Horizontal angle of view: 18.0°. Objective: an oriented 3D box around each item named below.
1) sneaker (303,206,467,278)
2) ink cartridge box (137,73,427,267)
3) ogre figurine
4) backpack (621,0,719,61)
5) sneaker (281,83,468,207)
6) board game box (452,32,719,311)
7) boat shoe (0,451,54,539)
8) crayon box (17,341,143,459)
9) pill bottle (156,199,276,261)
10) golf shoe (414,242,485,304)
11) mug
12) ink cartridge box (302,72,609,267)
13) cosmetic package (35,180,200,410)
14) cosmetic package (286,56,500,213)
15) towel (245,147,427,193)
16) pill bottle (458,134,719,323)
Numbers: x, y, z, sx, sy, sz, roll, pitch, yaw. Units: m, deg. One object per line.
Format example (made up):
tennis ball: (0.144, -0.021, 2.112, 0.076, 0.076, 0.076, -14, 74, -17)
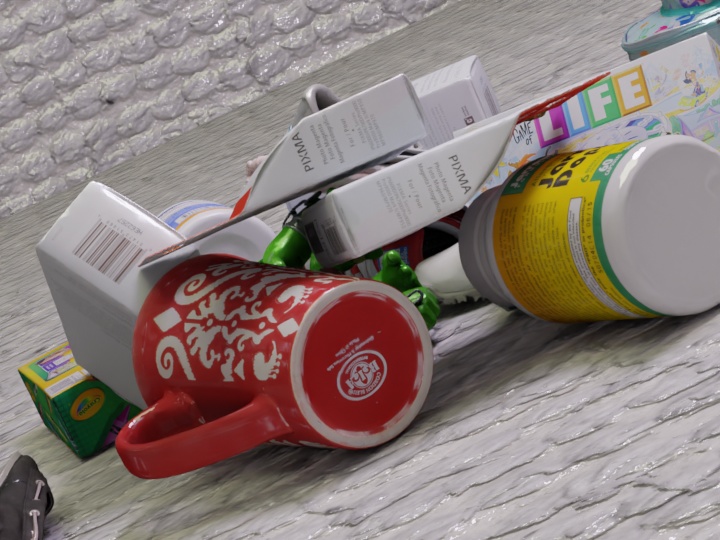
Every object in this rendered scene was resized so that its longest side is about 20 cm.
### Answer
sneaker: (0.000, 0.000, 1.802, 0.199, 0.071, 0.112, -22, 8, 4)
ink cartridge box: (-0.061, -0.064, 1.511, 0.199, 0.057, 0.163, -20, 0, -8)
ogre figurine: (-0.028, 0.019, 1.694, 0.120, 0.098, 0.200, -38, 55, -6)
backpack: (0.319, -0.212, 1.926, 0.199, 0.151, 0.178, -27, 11, 12)
sneaker: (0.026, -0.093, 1.909, 0.075, 0.199, 0.087, -55, -14, -42)
board game box: (0.172, -0.067, 1.590, 0.199, 0.135, 0.034, -21, -24, 21)
boat shoe: (-0.241, 0.178, 1.571, 0.067, 0.057, 0.200, -60, 4, 8)
crayon box: (-0.205, 0.089, 1.864, 0.118, 0.058, 0.200, -27, 11, -12)
pill bottle: (-0.138, -0.005, 2.021, 0.112, 0.112, 0.200, -27, 10, -11)
golf shoe: (0.117, -0.043, 1.681, 0.199, 0.097, 0.078, -23, 12, 17)
mug: (-0.057, 0.077, 1.504, 0.200, 0.133, 0.178, 2, 66, 58)
ink cartridge box: (0.066, -0.063, 1.506, 0.199, 0.057, 0.163, -19, -1, -9)
cosmetic package: (-0.167, 0.028, 1.674, 0.074, 0.102, 0.200, -51, -17, -19)
cosmetic package: (0.025, -0.117, 2.052, 0.199, 0.074, 0.102, -21, 12, 12)
towel: (0.027, -0.076, 1.771, 0.199, 0.032, 0.191, 4, -2, -16)
pill bottle: (0.151, -0.023, 1.467, 0.113, 0.113, 0.200, -31, 12, -28)
